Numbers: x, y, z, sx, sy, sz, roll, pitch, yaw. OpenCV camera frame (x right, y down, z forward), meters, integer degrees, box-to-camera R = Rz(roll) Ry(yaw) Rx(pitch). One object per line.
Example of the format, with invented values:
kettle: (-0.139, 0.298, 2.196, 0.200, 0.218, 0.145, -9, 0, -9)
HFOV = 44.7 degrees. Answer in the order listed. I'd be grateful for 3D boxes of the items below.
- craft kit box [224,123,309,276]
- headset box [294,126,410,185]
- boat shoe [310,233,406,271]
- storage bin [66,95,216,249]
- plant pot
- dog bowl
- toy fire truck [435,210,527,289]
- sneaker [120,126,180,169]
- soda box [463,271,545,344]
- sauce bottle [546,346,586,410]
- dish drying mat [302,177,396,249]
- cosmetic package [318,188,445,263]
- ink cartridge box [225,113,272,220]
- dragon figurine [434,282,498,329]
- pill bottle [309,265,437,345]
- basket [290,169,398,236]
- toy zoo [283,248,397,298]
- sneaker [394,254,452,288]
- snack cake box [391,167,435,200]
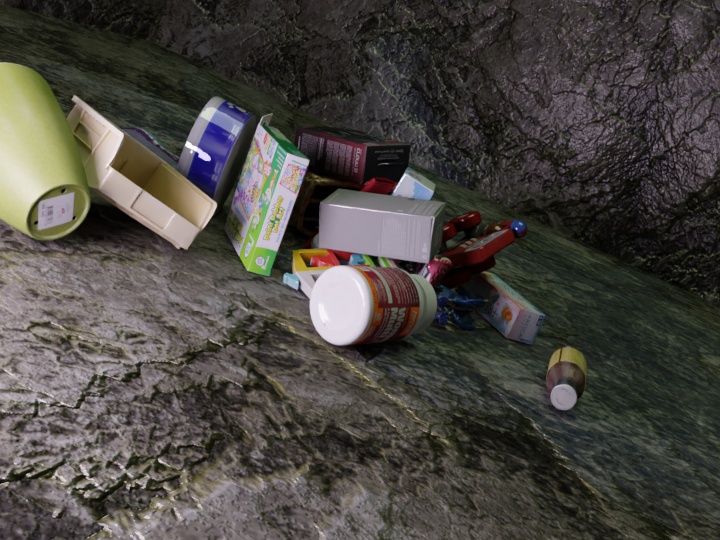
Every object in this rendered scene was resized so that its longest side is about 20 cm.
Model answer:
craft kit box: (-0.159, -0.121, 1.443, 0.048, 0.201, 0.200, 11, 17, -24)
headset box: (-0.010, -0.221, 1.678, 0.198, 0.079, 0.148, 19, 19, 35)
boat shoe: (0.000, 0.000, 1.521, 0.197, 0.057, 0.069, 27, 39, 17)
storage bin: (-0.345, -0.143, 1.320, 0.198, 0.094, 0.200, 35, -3, 43)
plant pot: (-0.449, -0.138, 1.166, 0.200, 0.188, 0.186, 46, 24, 26)
dog bowl: (-0.263, -0.204, 1.579, 0.078, 0.203, 0.200, 23, 14, -2)
toy fire truck: (0.224, -0.047, 1.637, 0.198, 0.114, 0.166, -27, 10, -40)
sneaker: (-0.417, -0.218, 1.667, 0.198, 0.076, 0.087, 29, 21, 21)
soda box: (0.270, 0.066, 1.688, 0.067, 0.065, 0.200, 15, 17, -27)
sauce bottle: (0.325, 0.172, 1.387, 0.064, 0.066, 0.200, 25, 16, 12)
dish drying mat: (-0.022, -0.100, 1.600, 0.076, 0.200, 0.018, 2, 51, -55)
cosmetic package: (0.036, -0.076, 1.468, 0.196, 0.092, 0.107, 11, 21, 13)
ink cartridge box: (-0.178, -0.183, 1.629, 0.066, 0.203, 0.117, 21, 14, 0)
dragon figurine: (0.184, 0.067, 1.561, 0.197, 0.060, 0.099, 12, 17, -34)
pill bottle: (0.025, 0.050, 1.278, 0.109, 0.111, 0.198, 31, 17, 33)
basket: (-0.035, -0.121, 1.725, 0.196, 0.146, 0.149, 3, 17, -22)
toy zoo: (-0.031, 0.005, 1.424, 0.196, 0.021, 0.132, -2, 33, -22)
sneaker: (0.101, 0.001, 1.540, 0.075, 0.081, 0.200, 46, -12, -4)
snack cake box: (0.062, -0.084, 1.626, 0.066, 0.202, 0.115, 31, 14, 1)
